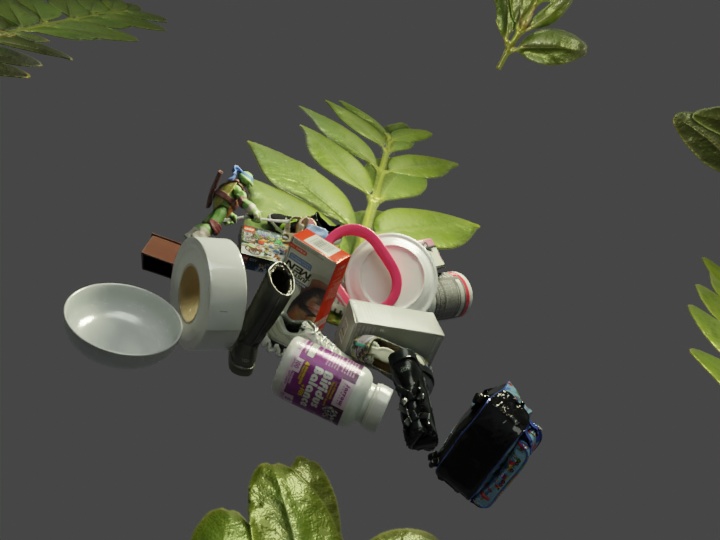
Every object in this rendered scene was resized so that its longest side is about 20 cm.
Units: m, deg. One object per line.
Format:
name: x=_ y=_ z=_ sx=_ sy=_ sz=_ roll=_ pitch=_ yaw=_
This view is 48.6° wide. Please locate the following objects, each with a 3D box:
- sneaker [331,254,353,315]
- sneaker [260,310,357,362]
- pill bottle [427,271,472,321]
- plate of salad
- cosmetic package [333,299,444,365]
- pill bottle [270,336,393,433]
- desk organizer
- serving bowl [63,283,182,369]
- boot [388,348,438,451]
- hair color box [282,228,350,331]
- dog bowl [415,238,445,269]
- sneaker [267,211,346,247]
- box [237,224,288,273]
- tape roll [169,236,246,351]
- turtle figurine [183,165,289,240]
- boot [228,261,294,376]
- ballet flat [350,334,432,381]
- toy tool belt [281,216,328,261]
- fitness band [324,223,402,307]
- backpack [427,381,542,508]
sneaker: x=-0.022 y=0.004 z=1.774 sx=0.074 sy=0.117 sz=0.201 roll=17 pitch=28 yaw=-8
sneaker: x=-0.090 y=0.145 z=1.511 sx=0.198 sy=0.082 sz=0.075 roll=24 pitch=25 yaw=1
pill bottle: x=0.152 y=0.064 z=1.802 sx=0.198 sy=0.112 sz=0.111 roll=-6 pitch=37 yaw=-43
plate of salad: x=0.065 y=0.020 z=1.691 sx=0.198 sy=0.202 sz=0.048 roll=23 pitch=-14 yaw=3
cosmetic package: x=0.057 y=0.135 z=1.610 sx=0.197 sy=0.108 sz=0.091 roll=10 pitch=29 yaw=-19
pill bottle: x=-0.048 y=0.205 z=1.395 sx=0.198 sy=0.113 sz=0.112 roll=24 pitch=27 yaw=5
desk organizer: x=-0.339 y=0.005 z=1.588 sx=0.197 sy=0.072 sz=0.077 roll=20 pitch=29 yaw=-5
serving bowl: x=-0.407 y=0.105 z=1.358 sx=0.197 sy=0.066 sz=0.201 roll=17 pitch=27 yaw=-9
boot: x=0.106 y=0.248 z=1.451 sx=0.072 sy=0.199 sz=0.164 roll=-18 pitch=59 yaw=8
hair color box: x=-0.107 y=0.036 z=1.559 sx=0.110 sy=0.202 sz=0.064 roll=30 pitch=29 yaw=18
dog bowl: x=0.090 y=-0.019 z=1.819 sx=0.197 sy=0.075 sz=0.200 roll=-13 pitch=-2 yaw=0
sneaker: x=-0.128 y=-0.114 z=1.946 sx=0.197 sy=0.084 sz=0.072 roll=21 pitch=26 yaw=-3
box: x=-0.181 y=-0.035 z=1.813 sx=0.197 sy=0.038 sz=0.137 roll=14 pitch=28 yaw=-16
tape roll: x=-0.274 y=0.043 z=1.422 sx=0.070 sy=0.204 sz=0.203 roll=3 pitch=32 yaw=-33
turtle figurine: x=-0.273 y=-0.103 z=1.731 sx=0.143 sy=0.201 sz=0.194 roll=32 pitch=70 yaw=35
boot: x=-0.186 y=0.067 z=1.443 sx=0.072 sy=0.202 sz=0.183 roll=9 pitch=29 yaw=-24
ballet flat: x=0.073 y=0.179 z=1.543 sx=0.199 sy=0.072 sz=0.072 roll=25 pitch=23 yaw=-27
toy tool belt: x=-0.113 y=-0.045 z=1.711 sx=0.123 sy=0.123 sz=0.203 roll=15 pitch=62 yaw=-15
fitness band: x=0.000 y=0.000 z=1.652 sx=0.143 sy=0.037 sz=0.201 roll=-31 pitch=80 yaw=-13
backpack: x=0.231 y=0.292 z=1.390 sx=0.134 sy=0.184 sz=0.200 roll=39 pitch=19 yaw=14
